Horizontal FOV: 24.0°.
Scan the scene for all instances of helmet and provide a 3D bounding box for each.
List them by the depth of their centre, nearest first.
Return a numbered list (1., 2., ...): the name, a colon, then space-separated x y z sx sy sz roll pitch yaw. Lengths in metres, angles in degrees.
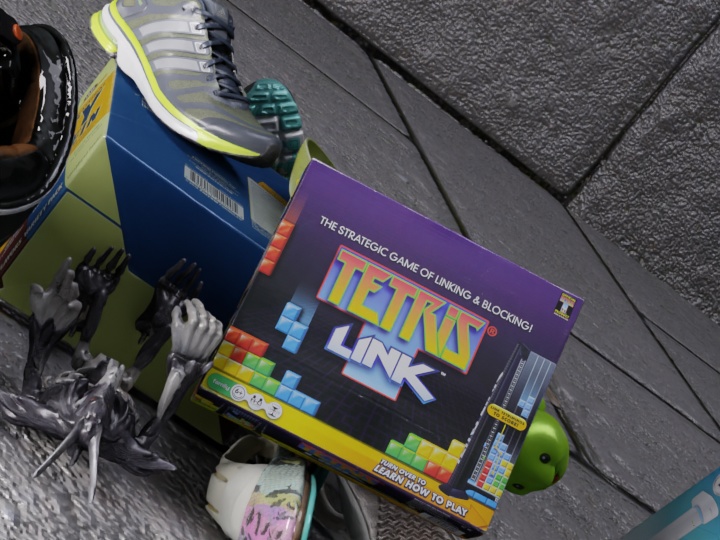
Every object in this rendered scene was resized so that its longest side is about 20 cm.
1. helmet: -0.269 -0.079 0.921 0.199 0.190 0.202 28 53 -46

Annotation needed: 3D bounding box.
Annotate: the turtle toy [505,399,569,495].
1. turtle toy: 0.087 0.089 1.326 0.200 0.146 0.101 44 27 9

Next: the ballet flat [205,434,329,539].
1. ballet flat: -0.060 0.140 1.086 0.071 0.070 0.200 22 10 0

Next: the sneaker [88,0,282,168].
1. sneaker: -0.117 -0.149 1.204 0.200 0.081 0.074 47 16 27

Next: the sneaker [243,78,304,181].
1. sneaker: -0.096 -0.076 1.362 0.077 0.201 0.092 2 38 -18

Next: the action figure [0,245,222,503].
1. action figure: -0.150 0.047 1.014 0.118 0.103 0.200 19 26 -9

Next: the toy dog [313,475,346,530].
1. toy dog: 0.000 0.113 1.258 0.201 0.131 0.097 59 -10 33

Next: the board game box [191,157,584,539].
1. board game box: 0.018 0.050 1.064 0.199 0.166 0.057 26 -16 -5

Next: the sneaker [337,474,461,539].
1. sneaker: 0.033 0.185 1.111 0.085 0.072 0.201 77 -4 -68

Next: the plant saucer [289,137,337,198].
1. plant saucer: 0.000 0.000 1.204 0.201 0.031 0.200 60 7 -12

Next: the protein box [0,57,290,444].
1. protein box: -0.138 -0.021 1.208 0.198 0.135 0.200 36 14 -18

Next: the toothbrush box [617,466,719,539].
1. toothbrush box: 0.236 0.248 1.195 0.085 0.200 0.147 43 17 -30
